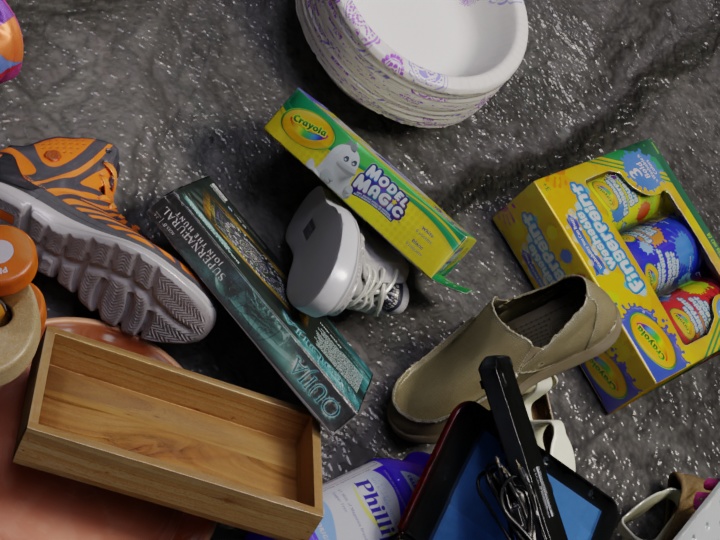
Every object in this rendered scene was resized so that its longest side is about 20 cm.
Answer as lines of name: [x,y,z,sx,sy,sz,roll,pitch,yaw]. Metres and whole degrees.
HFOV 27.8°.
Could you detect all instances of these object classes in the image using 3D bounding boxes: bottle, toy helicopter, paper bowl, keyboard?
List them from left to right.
toy helicopter: [-0.303,0.030,0.921,0.198,0.079,0.133,14,56,2]
bottle: [0.015,0.179,1.043,0.199,0.065,0.084,-19,80,-38]
paper bowl: [0.037,-0.215,1.259,0.199,0.104,0.202,15,57,-24]
keyboard: [0.108,0.157,0.994,0.104,0.039,0.202,14,57,-74]

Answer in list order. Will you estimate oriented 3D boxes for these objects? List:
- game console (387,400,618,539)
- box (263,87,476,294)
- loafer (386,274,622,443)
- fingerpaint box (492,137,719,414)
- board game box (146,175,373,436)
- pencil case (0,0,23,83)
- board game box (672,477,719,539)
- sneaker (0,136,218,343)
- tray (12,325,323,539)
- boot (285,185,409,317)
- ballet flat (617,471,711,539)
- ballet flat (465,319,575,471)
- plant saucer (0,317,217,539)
game console: [0.121,0.218,1.007,0.200,0.119,0.173,36,16,-34]
box: [0.020,-0.056,1.136,0.200,0.048,0.117,44,5,6]
loafer: [0.104,0.060,1.112,0.199,0.068,0.076,-31,45,-5]
fingerpaint box: [0.238,0.000,1.277,0.166,0.073,0.201,-20,75,-38]
board game box: [-0.068,0.020,1.047,0.200,0.028,0.135,50,9,-2]
pencil case: [-0.327,-0.132,1.004,0.089,0.088,0.200,49,48,2]
board game box: [0.256,0.287,1.093,0.200,0.026,0.201,-35,112,-43]
sneaker: [-0.175,-0.034,1.025,0.199,0.078,0.112,31,39,-3]
tray: [-0.122,0.110,0.955,0.199,0.037,0.099,19,34,-17]
boot: [0.000,0.000,1.085,0.095,0.074,0.200,33,15,-15]
ballet flat: [0.232,0.228,1.155,0.072,0.068,0.200,32,49,14]
ballet flat: [0.134,0.118,1.150,0.068,0.067,0.201,-3,65,-32]
plant saucer: [-0.187,0.128,0.972,0.199,0.032,0.202,14,57,-23]
